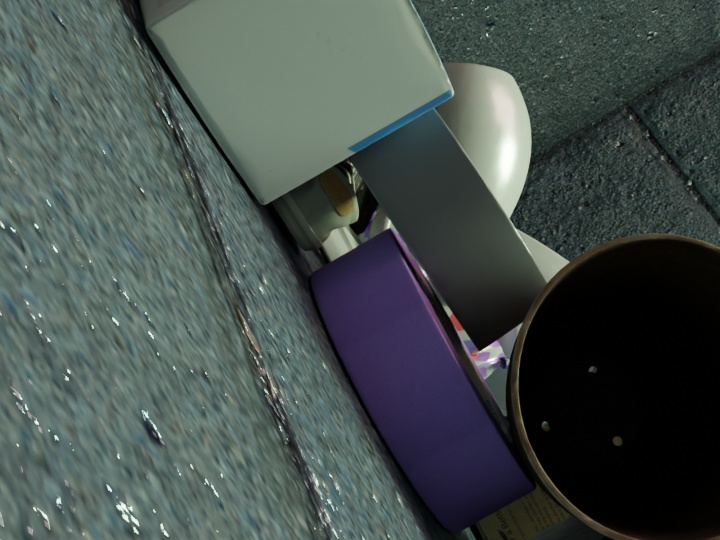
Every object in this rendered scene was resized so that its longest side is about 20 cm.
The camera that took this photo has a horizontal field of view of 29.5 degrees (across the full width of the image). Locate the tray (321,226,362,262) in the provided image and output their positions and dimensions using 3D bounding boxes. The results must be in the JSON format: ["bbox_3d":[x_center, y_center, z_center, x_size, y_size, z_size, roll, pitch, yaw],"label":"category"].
[{"bbox_3d":[0.000,0.000,1.159,0.108,0.022,0.200,64,6,27],"label":"tray"}]

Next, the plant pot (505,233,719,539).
[{"bbox_3d":[0.171,0.087,0.907,0.188,0.186,0.200,61,-10,6],"label":"plant pot"}]

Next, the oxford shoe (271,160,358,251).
[{"bbox_3d":[-0.035,-0.068,0.993,0.075,0.058,0.200,55,4,-18],"label":"oxford shoe"}]

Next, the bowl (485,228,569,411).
[{"bbox_3d":[0.134,0.054,1.406,0.200,0.074,0.201,33,-43,37],"label":"bowl"}]

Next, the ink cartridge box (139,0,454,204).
[{"bbox_3d":[-0.052,-0.175,0.899,0.145,0.147,0.200,57,6,-33],"label":"ink cartridge box"}]

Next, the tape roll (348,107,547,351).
[{"bbox_3d":[0.054,-0.044,0.959,0.201,0.066,0.200,55,3,-4],"label":"tape roll"}]

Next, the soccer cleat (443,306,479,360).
[{"bbox_3d":[0.075,0.062,1.168,0.200,0.073,0.069,24,63,-79],"label":"soccer cleat"}]

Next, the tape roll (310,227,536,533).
[{"bbox_3d":[0.043,0.073,0.925,0.201,0.065,0.200,59,4,-7],"label":"tape roll"}]

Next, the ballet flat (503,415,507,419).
[{"bbox_3d":[0.161,0.195,1.356,0.068,0.075,0.200,59,5,-21],"label":"ballet flat"}]

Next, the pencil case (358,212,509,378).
[{"bbox_3d":[0.064,0.030,1.335,0.085,0.084,0.201,-5,61,-57],"label":"pencil case"}]

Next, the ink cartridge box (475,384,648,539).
[{"bbox_3d":[0.188,0.208,1.040,0.201,0.164,0.075,62,3,10],"label":"ink cartridge box"}]

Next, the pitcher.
[{"bbox_3d":[0.069,-0.075,1.158,0.171,0.121,0.202,16,79,-55],"label":"pitcher"}]

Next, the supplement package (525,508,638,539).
[{"bbox_3d":[0.161,0.237,0.889,0.110,0.113,0.200,61,4,-2],"label":"supplement package"}]

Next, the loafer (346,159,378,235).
[{"bbox_3d":[-0.025,-0.089,1.131,0.071,0.073,0.200,22,-21,11],"label":"loafer"}]

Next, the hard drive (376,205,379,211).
[{"bbox_3d":[0.027,-0.140,1.400,0.200,0.132,0.027,49,28,13],"label":"hard drive"}]
